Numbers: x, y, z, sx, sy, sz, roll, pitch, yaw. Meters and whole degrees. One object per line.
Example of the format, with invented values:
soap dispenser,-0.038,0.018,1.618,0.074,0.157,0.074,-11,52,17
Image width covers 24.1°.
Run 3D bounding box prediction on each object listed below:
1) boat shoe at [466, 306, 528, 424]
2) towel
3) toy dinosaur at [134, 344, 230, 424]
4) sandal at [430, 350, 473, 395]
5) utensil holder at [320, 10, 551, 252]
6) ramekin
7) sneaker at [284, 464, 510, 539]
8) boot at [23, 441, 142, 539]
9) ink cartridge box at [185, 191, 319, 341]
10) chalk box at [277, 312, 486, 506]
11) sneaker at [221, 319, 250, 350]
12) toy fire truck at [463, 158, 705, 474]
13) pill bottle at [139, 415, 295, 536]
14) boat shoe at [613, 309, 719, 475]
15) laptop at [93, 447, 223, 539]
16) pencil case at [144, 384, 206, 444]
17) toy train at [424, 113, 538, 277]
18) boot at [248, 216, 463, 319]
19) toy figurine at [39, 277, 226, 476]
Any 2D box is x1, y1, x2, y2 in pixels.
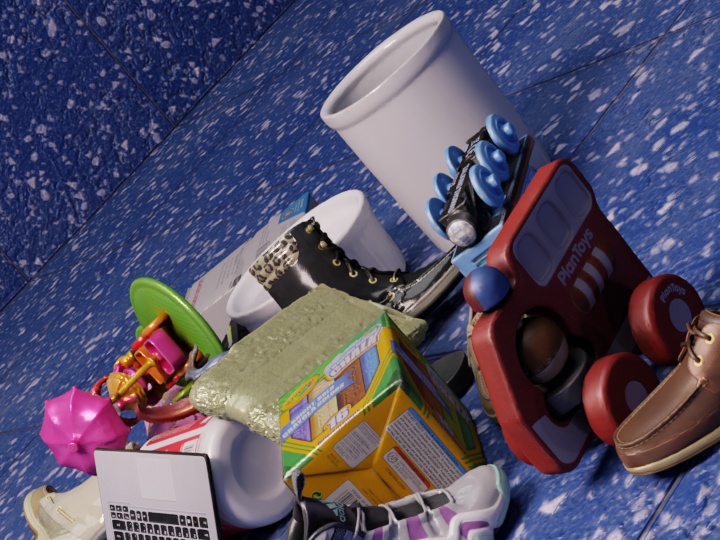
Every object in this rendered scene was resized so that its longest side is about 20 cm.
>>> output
boat shoe,0.115,0.062,1.420,0.071,0.065,0.200,-37,16,14
towel,-0.045,0.085,1.533,0.147,0.037,0.200,18,43,38
toy dinosaur,-0.080,0.116,1.610,0.180,0.106,0.200,-2,30,41
sandal,0.017,0.117,1.539,0.200,0.048,0.076,-32,18,31
utensil holder,0.084,-0.145,1.787,0.169,0.200,0.170,-38,17,14
ramekin,-0.043,0.014,1.859,0.200,0.098,0.201,-39,17,14
sneaker,0.006,0.184,1.220,0.200,0.140,0.078,-45,16,-9
boot,-0.297,0.253,1.883,0.155,0.072,0.200,-44,21,-4
ink cartridge box,-0.117,0.014,2.052,0.199,0.086,0.147,-39,16,15
chalk box,0.016,0.131,1.369,0.124,0.125,0.200,-39,17,10
sneaker,-0.134,0.121,1.892,0.083,0.071,0.200,-62,8,22
toy fire truck,0.146,0.038,1.222,0.112,0.168,0.201,-22,25,50
pill bottle,-0.150,0.200,1.601,0.199,0.112,0.113,-23,24,49
boat shoe,0.244,0.055,1.131,0.200,0.068,0.072,-41,16,5
laptop,-0.218,0.273,1.522,0.115,0.203,0.186,-12,5,-42
pencil case,-0.202,0.165,1.865,0.082,0.087,0.200,-28,18,0
toy train,0.130,-0.066,1.628,0.086,0.114,0.201,-35,17,30
boot,-0.001,0.001,1.676,0.203,0.154,0.073,-40,-7,14
toy figurine,-0.249,0.129,1.715,0.184,0.150,0.200,-43,2,-25
